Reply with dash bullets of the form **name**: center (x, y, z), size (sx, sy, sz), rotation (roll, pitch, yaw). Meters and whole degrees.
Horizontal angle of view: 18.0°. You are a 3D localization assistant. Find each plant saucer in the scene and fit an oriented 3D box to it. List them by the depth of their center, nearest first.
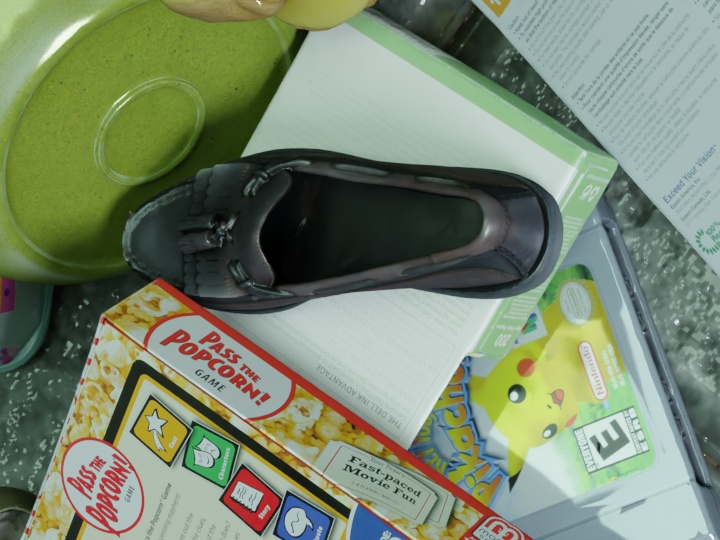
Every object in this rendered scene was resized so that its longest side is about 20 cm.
- **plant saucer**: center (-0.099, -0.068, 1.000), size (0.200, 0.200, 0.031), rotation (-52, 53, 10)

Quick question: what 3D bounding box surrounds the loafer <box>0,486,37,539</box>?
- **loafer**: center (-0.177, 0.194, 1.048), size (0.076, 0.067, 0.200), rotation (4, 73, -9)

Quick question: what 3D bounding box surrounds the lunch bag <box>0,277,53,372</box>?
- **lunch bag**: center (-0.245, -0.025, 1.125), size (0.200, 0.077, 0.161), rotation (4, 90, 25)

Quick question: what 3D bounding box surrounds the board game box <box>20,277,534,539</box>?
- **board game box**: center (-0.042, 0.120, 0.958), size (0.200, 0.046, 0.152), rotation (35, 125, 14)

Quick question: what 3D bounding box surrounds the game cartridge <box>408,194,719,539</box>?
- **game cartridge**: center (0.072, 0.060, 1.003), size (0.133, 0.040, 0.200), rotation (-25, 74, 23)

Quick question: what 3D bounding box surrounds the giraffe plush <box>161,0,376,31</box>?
- **giraffe plush**: center (0.001, -0.199, 0.904), size (0.162, 0.173, 0.200), rotation (-1, 125, 45)

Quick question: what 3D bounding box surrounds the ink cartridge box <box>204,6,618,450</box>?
- **ink cartridge box**: center (0.000, 0.000, 0.998), size (0.145, 0.048, 0.200), rotation (34, 101, 24)

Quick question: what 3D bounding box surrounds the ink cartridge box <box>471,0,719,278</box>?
- **ink cartridge box**: center (0.140, -0.116, 0.911), size (0.200, 0.043, 0.196), rotation (50, 146, 9)

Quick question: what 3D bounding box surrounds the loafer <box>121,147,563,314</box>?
- **loafer**: center (-0.018, -0.020, 0.948), size (0.200, 0.063, 0.072), rotation (-1, 83, 25)
